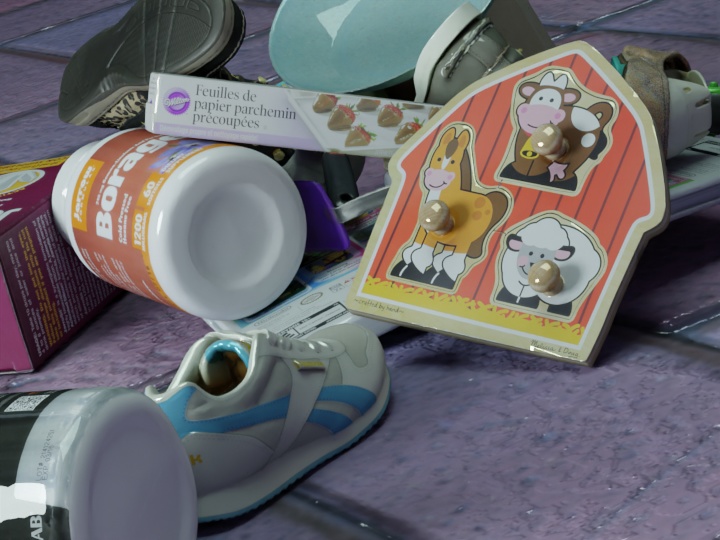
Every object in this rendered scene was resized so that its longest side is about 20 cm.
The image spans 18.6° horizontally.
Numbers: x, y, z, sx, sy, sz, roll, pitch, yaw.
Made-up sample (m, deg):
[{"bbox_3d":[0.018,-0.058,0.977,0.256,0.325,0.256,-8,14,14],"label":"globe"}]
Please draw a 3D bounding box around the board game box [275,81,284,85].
[{"bbox_3d":[-0.053,-0.123,1.901,0.151,0.045,0.200,-2,20,35],"label":"board game box"}]

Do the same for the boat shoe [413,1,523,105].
[{"bbox_3d":[0.073,-0.112,1.518,0.072,0.060,0.202,-48,-12,-17],"label":"boat shoe"}]

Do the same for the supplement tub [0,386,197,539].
[{"bbox_3d":[-0.191,0.122,1.085,0.199,0.123,0.123,-4,19,27],"label":"supplement tub"}]

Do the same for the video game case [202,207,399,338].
[{"bbox_3d":[0.000,0.000,1.443,0.199,0.024,0.182,-27,22,-12],"label":"video game case"}]

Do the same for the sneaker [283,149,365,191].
[{"bbox_3d":[-0.048,-0.039,1.601,0.088,0.076,0.200,10,38,42],"label":"sneaker"}]

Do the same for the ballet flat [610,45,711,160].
[{"bbox_3d":[0.194,-0.109,1.424,0.067,0.068,0.200,3,21,7],"label":"ballet flat"}]

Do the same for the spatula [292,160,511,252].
[{"bbox_3d":[0.019,-0.047,1.408,0.199,0.057,0.021,-12,26,35],"label":"spatula"}]

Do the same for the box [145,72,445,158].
[{"bbox_3d":[-0.038,-0.098,1.425,0.199,0.039,0.041,5,4,-15],"label":"box"}]

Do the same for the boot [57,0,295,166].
[{"bbox_3d":[-0.101,-0.126,1.516,0.150,0.074,0.200,20,-27,-33],"label":"boot"}]

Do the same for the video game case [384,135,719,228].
[{"bbox_3d":[0.145,-0.061,1.431,0.181,0.022,0.200,-18,21,-32],"label":"video game case"}]

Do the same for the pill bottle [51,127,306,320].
[{"bbox_3d":[-0.129,-0.036,1.466,0.112,0.113,0.200,-22,19,-27],"label":"pill bottle"}]

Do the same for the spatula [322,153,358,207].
[{"bbox_3d":[-0.021,-0.081,1.564,0.056,0.021,0.200,5,22,-9],"label":"spatula"}]

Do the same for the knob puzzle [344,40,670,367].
[{"bbox_3d":[0.094,-0.053,1.318,0.219,0.030,0.221,-15,58,24],"label":"knob puzzle"}]

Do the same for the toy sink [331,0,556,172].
[{"bbox_3d":[0.072,-0.140,1.702,0.130,0.200,0.112,1,52,38],"label":"toy sink"}]

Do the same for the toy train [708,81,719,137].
[{"bbox_3d":[0.241,-0.113,1.568,0.199,0.042,0.056,3,8,8],"label":"toy train"}]

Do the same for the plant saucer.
[{"bbox_3d":[0.028,-0.190,1.593,0.200,0.039,0.202,-22,40,19],"label":"plant saucer"}]

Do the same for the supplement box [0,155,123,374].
[{"bbox_3d":[-0.259,-0.004,1.582,0.130,0.104,0.200,-7,19,21],"label":"supplement box"}]

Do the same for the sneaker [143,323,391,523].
[{"bbox_3d":[-0.048,0.066,1.227,0.076,0.081,0.200,-5,18,32],"label":"sneaker"}]
